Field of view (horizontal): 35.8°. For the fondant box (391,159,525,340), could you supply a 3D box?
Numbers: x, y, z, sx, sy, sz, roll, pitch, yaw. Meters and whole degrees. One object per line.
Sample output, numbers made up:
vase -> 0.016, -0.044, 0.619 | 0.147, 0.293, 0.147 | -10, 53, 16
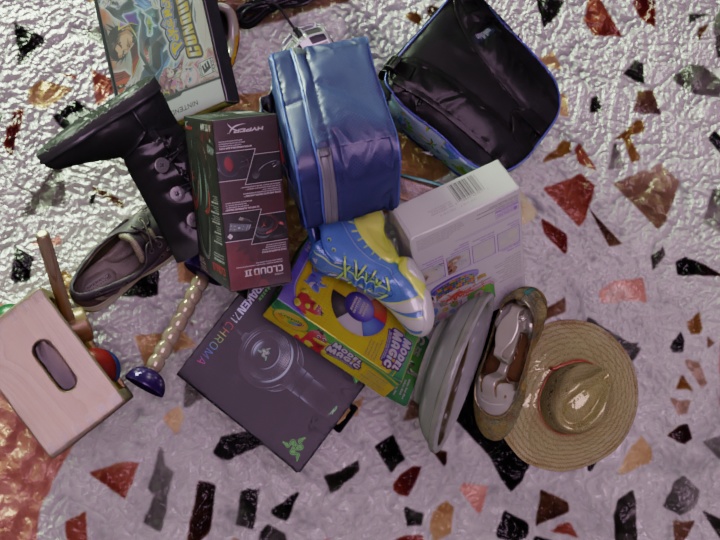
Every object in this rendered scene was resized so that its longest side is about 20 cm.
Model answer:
fondant box -> 0.121, -0.019, 1.335 | 0.143, 0.201, 0.059 | -25, 50, -10

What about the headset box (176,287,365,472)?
headset box -> -0.092, 0.118, 1.342 | 0.199, 0.093, 0.175 | 40, 82, -5

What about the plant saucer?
plant saucer -> 0.104, 0.115, 1.328 | 0.050, 0.200, 0.203 | 19, 83, 12

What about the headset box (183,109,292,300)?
headset box -> -0.135, -0.071, 1.227 | 0.074, 0.148, 0.203 | -9, 103, -19

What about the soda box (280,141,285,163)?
soda box -> -0.082, -0.169, 1.339 | 0.198, 0.063, 0.071 | -30, 92, -6

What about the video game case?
video game case -> -0.235, -0.270, 1.322 | 0.025, 0.179, 0.203 | -11, 87, -53

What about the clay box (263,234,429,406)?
clay box -> -0.003, 0.057, 1.291 | 0.199, 0.048, 0.116 | 33, 48, -9

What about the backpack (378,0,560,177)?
backpack -> 0.136, -0.212, 1.370 | 0.200, 0.147, 0.183 | 42, 79, 0

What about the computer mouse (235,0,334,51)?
computer mouse -> -0.064, -0.266, 1.396 | 0.109, 0.044, 0.202 | -32, 92, -6

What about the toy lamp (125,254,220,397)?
toy lamp -> -0.212, 0.050, 1.338 | 0.058, 0.058, 0.202 | 27, 73, -6

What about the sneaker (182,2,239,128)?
sneaker -> -0.195, -0.226, 1.351 | 0.074, 0.090, 0.203 | 11, 84, -7

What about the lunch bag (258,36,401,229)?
lunch bag -> -0.040, -0.157, 1.225 | 0.130, 0.137, 0.202 | -12, 59, -7

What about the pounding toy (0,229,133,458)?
pounding toy -> -0.344, 0.084, 1.260 | 0.142, 0.184, 0.201 | -37, 92, -9

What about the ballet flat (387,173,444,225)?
ballet flat -> 0.029, -0.095, 1.393 | 0.197, 0.068, 0.068 | 18, 88, 3

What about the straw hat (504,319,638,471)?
straw hat -> 0.272, 0.161, 1.397 | 0.198, 0.085, 0.205 | 1, 86, -8

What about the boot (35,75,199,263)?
boot -> -0.253, -0.096, 1.291 | 0.164, 0.066, 0.202 | -32, 113, -6

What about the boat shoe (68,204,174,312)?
boat shoe -> -0.269, -0.027, 1.339 | 0.199, 0.065, 0.072 | -40, 91, -10

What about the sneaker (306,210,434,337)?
sneaker -> 0.000, 0.000, 1.261 | 0.104, 0.076, 0.201 | -21, 68, -23

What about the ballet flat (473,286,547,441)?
ballet flat -> 0.176, 0.116, 1.373 | 0.070, 0.071, 0.203 | 16, 100, -7
